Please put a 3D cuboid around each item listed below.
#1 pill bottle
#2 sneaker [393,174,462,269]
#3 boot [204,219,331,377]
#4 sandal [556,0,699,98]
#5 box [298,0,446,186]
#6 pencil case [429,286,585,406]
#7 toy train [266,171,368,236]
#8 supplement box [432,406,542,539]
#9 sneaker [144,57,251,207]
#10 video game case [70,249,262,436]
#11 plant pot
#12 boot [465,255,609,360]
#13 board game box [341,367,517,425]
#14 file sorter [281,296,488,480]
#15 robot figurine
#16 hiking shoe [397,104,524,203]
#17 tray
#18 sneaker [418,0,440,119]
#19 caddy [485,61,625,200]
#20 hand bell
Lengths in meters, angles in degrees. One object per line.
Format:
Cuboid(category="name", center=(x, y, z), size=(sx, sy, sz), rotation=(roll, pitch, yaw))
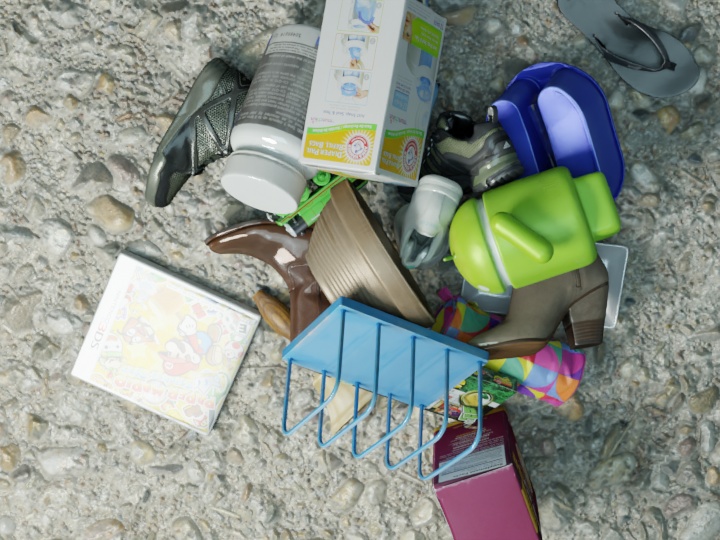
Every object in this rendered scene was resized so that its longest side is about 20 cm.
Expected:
Cuboid(category="pill bottle", center=(-0.085, -0.175, 1.539), size=(0.113, 0.114, 0.201), rotation=(21, 71, -2))
Cuboid(category="sneaker", center=(0.069, -0.034, 1.566), size=(0.075, 0.200, 0.089), rotation=(17, 67, 3))
Cuboid(category="boot", center=(-0.092, 0.037, 1.625), size=(0.185, 0.064, 0.201), rotation=(-8, 82, 3))
Cuboid(category="sandal", center=(0.316, -0.272, 1.569), size=(0.200, 0.043, 0.076), rotation=(35, 103, -5))
Cuboid(category="box", center=(0.015, -0.203, 1.485), size=(0.101, 0.112, 0.201), rotation=(10, 89, 28))
Cuboid(category="pencil case", center=(0.179, 0.096, 1.635), size=(0.199, 0.088, 0.089), rotation=(25, 104, -11))
Cuboid(category="toy train", center=(-0.026, -0.114, 1.608), size=(0.200, 0.042, 0.056), rotation=(-39, 104, -6))
Cuboid(category="supplement box", center=(0.156, 0.270, 1.629), size=(0.103, 0.200, 0.132), rotation=(-18, 103, 8))
Cuboid(category="sneaker", center=(-0.182, -0.147, 1.614), size=(0.114, 0.076, 0.200), rotation=(33, 98, 2))
Cuboid(category="video game case", center=(-0.252, 0.095, 1.704), size=(0.199, 0.023, 0.183), rotation=(24, 104, -3))
Cuboid(category="plant pot", center=(0.000, 0.000, 1.544), size=(0.092, 0.201, 0.201), rotation=(-33, 99, 5))
Cuboid(category="boot", center=(0.207, 0.025, 1.583), size=(0.199, 0.070, 0.147), rotation=(-4, 74, -20))
Cuboid(category="board game box", center=(0.080, 0.133, 1.600), size=(0.199, 0.024, 0.105), rotation=(20, 139, -22))
Cuboid(category="file sorter", center=(0.026, 0.142, 1.494), size=(0.199, 0.123, 0.139), rotation=(21, 142, -23))
Cuboid(category="robot figurine", center=(0.190, -0.045, 1.486), size=(0.199, 0.175, 0.116), rotation=(-19, 86, 9))
Cuboid(category="hiking shoe", center=(0.111, -0.138, 1.564), size=(0.200, 0.076, 0.101), rotation=(-11, 94, 51))
Cuboid(category="tray", center=(0.229, 0.007, 1.653), size=(0.199, 0.022, 0.108), rotation=(8, 105, 2))
Cuboid(category="sneaker", center=(0.054, -0.241, 1.584), size=(0.078, 0.090, 0.201), rotation=(4, 88, 31))
Cuboid(category="caddy", center=(0.234, -0.147, 1.576), size=(0.141, 0.105, 0.201), rotation=(-11, 104, 29))
Cuboid(category="hand bell", center=(-0.065, 0.102, 1.675), size=(0.104, 0.104, 0.200), rotation=(-45, 84, 12))
